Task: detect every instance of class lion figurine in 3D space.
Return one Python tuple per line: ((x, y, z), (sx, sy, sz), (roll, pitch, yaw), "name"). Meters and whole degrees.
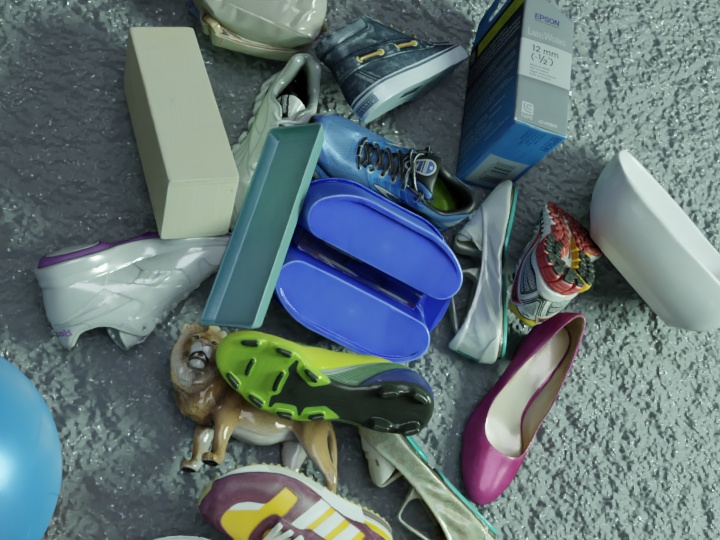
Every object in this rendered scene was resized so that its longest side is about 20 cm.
((-0.089, 0.133, 0.969), (0.199, 0.072, 0.123), (28, 55, -24), "lion figurine")

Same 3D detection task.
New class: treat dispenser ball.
((-0.323, 0.150, 0.793), (0.199, 0.201, 0.203), (7, 69, -18), "treat dispenser ball")

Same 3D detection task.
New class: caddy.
((0.000, 0.000, 1.013), (0.199, 0.105, 0.142), (28, 96, -13), "caddy")

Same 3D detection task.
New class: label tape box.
((0.164, -0.204, 1.131), (0.066, 0.143, 0.202), (16, 67, -14), "label tape box")

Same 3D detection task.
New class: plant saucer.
((-0.084, -0.040, 0.960), (0.019, 0.069, 0.202), (35, 64, -44), "plant saucer")

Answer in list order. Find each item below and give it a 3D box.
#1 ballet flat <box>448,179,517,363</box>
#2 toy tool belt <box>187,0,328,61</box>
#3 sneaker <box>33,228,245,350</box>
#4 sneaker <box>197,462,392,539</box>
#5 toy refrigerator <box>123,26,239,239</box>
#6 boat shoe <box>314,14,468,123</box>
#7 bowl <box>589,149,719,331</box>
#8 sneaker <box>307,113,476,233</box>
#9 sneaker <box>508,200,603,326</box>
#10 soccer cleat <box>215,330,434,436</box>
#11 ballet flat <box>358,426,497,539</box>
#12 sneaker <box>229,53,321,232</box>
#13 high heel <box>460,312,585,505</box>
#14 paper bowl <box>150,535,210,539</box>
((0.122, -0.005, 1.095), (0.069, 0.069, 0.202), (14, 68, -15), "ballet flat")
((-0.126, -0.284, 1.086), (0.198, 0.123, 0.126), (18, 93, -4), "toy tool belt")
((-0.192, 0.014, 0.976), (0.198, 0.075, 0.101), (-13, 100, -26), "sneaker")
((-0.044, 0.231, 0.900), (0.199, 0.075, 0.090), (25, 27, -27), "sneaker")
((-0.165, -0.130, 0.985), (0.069, 0.076, 0.201), (-5, 52, -22), "toy refrigerator")
((0.037, -0.223, 1.102), (0.091, 0.071, 0.200), (54, 38, 2), "boat shoe")
((0.309, -0.025, 1.122), (0.200, 0.075, 0.200), (50, 19, -1), "bowl")
((0.034, -0.102, 1.051), (0.199, 0.089, 0.079), (24, 68, -29), "sneaker")
((0.188, -0.009, 1.081), (0.078, 0.082, 0.200), (42, 26, 2), "sneaker")
((-0.032, 0.096, 0.942), (0.198, 0.084, 0.065), (16, 102, -11), "soccer cleat")
((0.046, 0.195, 0.992), (0.062, 0.067, 0.200), (-41, 87, -6), "ballet flat")
((-0.084, -0.123, 1.048), (0.075, 0.081, 0.202), (20, 67, -14), "sneaker")
((0.160, 0.131, 1.037), (0.067, 0.096, 0.201), (36, 63, -5), "high heel")
((-0.147, 0.314, 0.855), (0.199, 0.104, 0.203), (6, 69, -17), "paper bowl")
